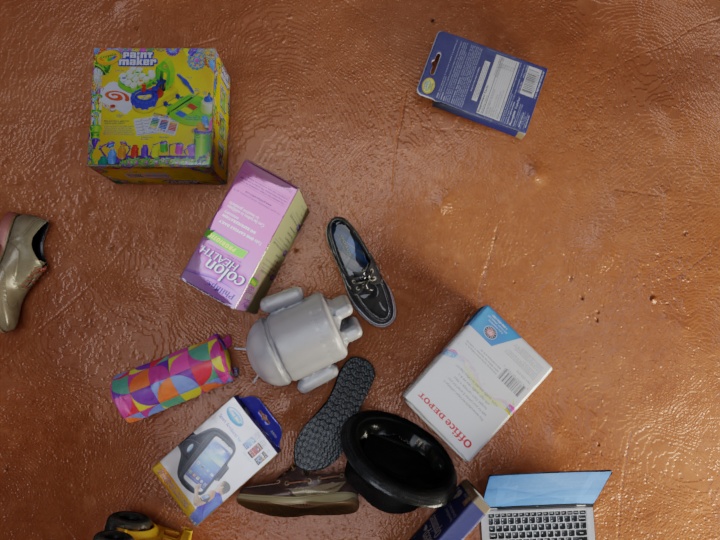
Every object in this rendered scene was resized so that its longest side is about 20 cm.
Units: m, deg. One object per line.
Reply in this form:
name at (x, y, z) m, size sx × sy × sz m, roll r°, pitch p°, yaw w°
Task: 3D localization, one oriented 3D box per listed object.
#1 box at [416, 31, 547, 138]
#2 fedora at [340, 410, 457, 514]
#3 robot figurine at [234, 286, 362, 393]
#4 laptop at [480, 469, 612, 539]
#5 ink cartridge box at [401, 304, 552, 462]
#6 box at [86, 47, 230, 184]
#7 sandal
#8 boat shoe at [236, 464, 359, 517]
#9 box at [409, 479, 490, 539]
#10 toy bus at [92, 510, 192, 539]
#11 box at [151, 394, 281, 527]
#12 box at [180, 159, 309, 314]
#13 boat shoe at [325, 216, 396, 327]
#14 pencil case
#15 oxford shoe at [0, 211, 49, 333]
box at (0.205, -0.318, 1.132) m, size 0.197 × 0.032 × 0.123 m, roll 21°, pitch 84°, yaw 1°
fedora at (0.048, 0.312, 1.030) m, size 0.198 × 0.201 × 0.093 m, roll 28°, pitch 115°, yaw 3°
robot figurine at (-0.097, 0.110, 1.058) m, size 0.197 × 0.113 × 0.172 m, roll -25°, pitch 100°, yaw -2°
laptop at (0.284, 0.403, 1.021) m, size 0.184 × 0.116 × 0.204 m, roll -2°, pitch 84°, yaw 1°
ink cartridge box at (0.181, 0.179, 1.062) m, size 0.144 × 0.085 × 0.200 m, roll 44°, pitch 85°, yaw 5°
box at (-0.326, -0.251, 1.096) m, size 0.196 × 0.122 × 0.196 m, roll 1°, pitch 84°, yaw 2°
sandal at (-0.038, 0.238, 1.083) m, size 0.075 × 0.048 × 0.202 m, roll 32°, pitch 73°, yaw 4°
boat shoe at (-0.099, 0.349, 1.064) m, size 0.196 × 0.073 × 0.073 m, roll -4°, pitch 53°, yaw 8°
box at (0.113, 0.415, 1.018) m, size 0.032 × 0.121 × 0.200 m, roll 42°, pitch 86°, yaw 4°
toy bus at (-0.306, 0.458, 0.988) m, size 0.189 × 0.200 × 0.138 m, roll 12°, pitch 85°, yaw -6°
box at (-0.224, 0.299, 1.077) m, size 0.200 × 0.041 × 0.119 m, roll -41°, pitch 85°, yaw -1°
box at (-0.173, -0.045, 1.045) m, size 0.096 × 0.176 × 0.202 m, roll 27°, pitch 85°, yaw 3°
boat shoe at (0.000, 0.000, 1.092) m, size 0.069 × 0.066 × 0.203 m, roll -23°, pitch 84°, yaw -2°
pencil case at (-0.298, 0.173, 1.073) m, size 0.197 × 0.088 × 0.090 m, roll -21°, pitch 84°, yaw -3°
oxford shoe at (-0.563, 0.005, 1.099) m, size 0.073 × 0.070 × 0.204 m, roll 5°, pitch 85°, yaw -4°
